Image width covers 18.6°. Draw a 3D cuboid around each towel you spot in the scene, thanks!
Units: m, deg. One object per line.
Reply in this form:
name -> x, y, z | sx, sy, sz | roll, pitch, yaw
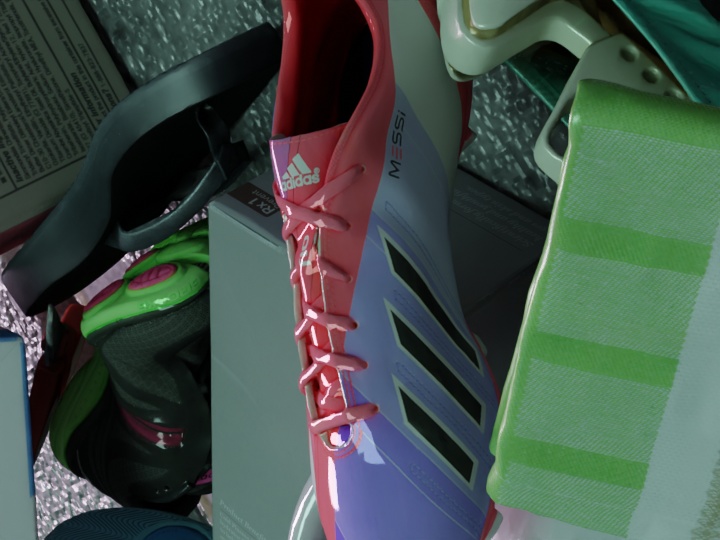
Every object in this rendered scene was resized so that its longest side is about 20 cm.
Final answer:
towel -> 0.138, 0.026, 0.547 | 0.199, 0.031, 0.150 | 14, 134, 4

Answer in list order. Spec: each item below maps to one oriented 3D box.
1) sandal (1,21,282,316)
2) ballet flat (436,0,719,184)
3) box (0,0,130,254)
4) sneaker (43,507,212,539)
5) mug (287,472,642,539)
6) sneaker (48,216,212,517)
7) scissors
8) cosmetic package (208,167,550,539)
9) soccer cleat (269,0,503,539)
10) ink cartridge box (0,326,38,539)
sandal -> -0.074, -0.031, 0.828 | 0.043, 0.076, 0.200 | 53, 145, 6
ballet flat -> 0.067, -0.065, 0.642 | 0.200, 0.070, 0.067 | 48, 146, 15
box -> -0.203, -0.048, 0.862 | 0.109, 0.200, 0.128 | -27, 92, 53
sneaker -> -0.049, 0.183, 0.916 | 0.199, 0.080, 0.131 | 24, 140, 8
mug -> 0.070, 0.113, 0.687 | 0.199, 0.148, 0.176 | 18, 118, 14
sneaker -> -0.071, 0.045, 0.893 | 0.084, 0.077, 0.200 | 44, 152, 10
scissors -> -0.124, 0.025, 0.899 | 0.014, 0.073, 0.200 | 22, 154, -1
cosmetic package -> 0.007, 0.059, 0.793 | 0.107, 0.090, 0.201 | 33, 135, 31
soccer cleat -> 0.000, 0.000, 0.646 | 0.066, 0.076, 0.201 | -17, 62, 37
ink cartridge box -> -0.182, 0.080, 0.930 | 0.200, 0.066, 0.117 | -173, 79, -74
